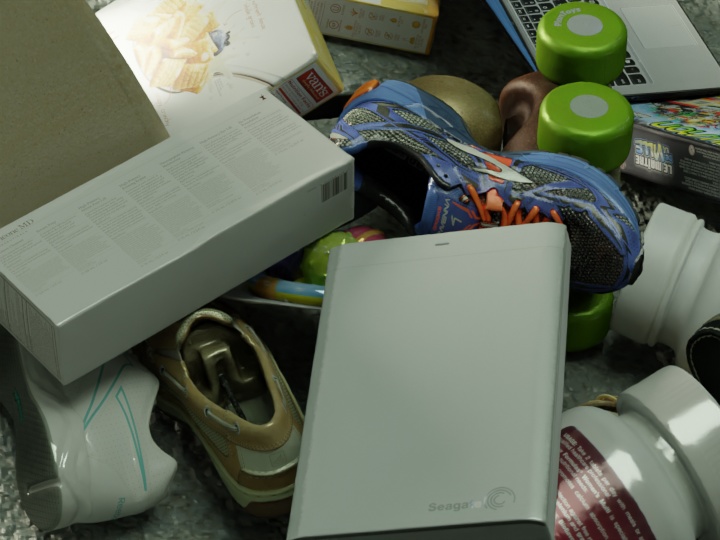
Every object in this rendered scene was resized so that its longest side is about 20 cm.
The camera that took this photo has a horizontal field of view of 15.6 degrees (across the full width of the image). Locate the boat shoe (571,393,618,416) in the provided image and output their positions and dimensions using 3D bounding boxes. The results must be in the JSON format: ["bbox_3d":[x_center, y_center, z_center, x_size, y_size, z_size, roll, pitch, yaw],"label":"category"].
[{"bbox_3d":[0.135,0.108,1.465,0.074,0.067,0.200,37,46,24],"label":"boat shoe"}]

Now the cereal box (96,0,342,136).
[{"bbox_3d":[-0.118,-0.110,1.560,0.199,0.040,0.144,-32,46,9],"label":"cereal box"}]

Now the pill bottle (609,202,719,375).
[{"bbox_3d":[0.253,0.035,1.546,0.199,0.112,0.111,23,42,10],"label":"pill bottle"}]

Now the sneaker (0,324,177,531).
[{"bbox_3d":[-0.158,0.058,1.442,0.080,0.071,0.201,-1,50,-26],"label":"sneaker"}]

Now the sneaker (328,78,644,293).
[{"bbox_3d":[0.064,-0.035,1.463,0.199,0.076,0.078,24,33,17],"label":"sneaker"}]

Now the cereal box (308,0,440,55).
[{"bbox_3d":[-0.042,-0.220,1.796,0.198,0.040,0.144,11,41,-3],"label":"cereal box"}]

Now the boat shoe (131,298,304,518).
[{"bbox_3d":[-0.079,0.048,1.435,0.071,0.076,0.200,-29,41,-15],"label":"boat shoe"}]

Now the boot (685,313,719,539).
[{"bbox_3d":[0.204,0.130,1.428,0.153,0.074,0.204,-22,75,-32],"label":"boot"}]

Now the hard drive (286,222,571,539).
[{"bbox_3d":[0.038,0.060,1.342,0.131,0.026,0.201,-6,45,14],"label":"hard drive"}]

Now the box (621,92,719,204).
[{"bbox_3d":[0.233,-0.077,1.649,0.109,0.035,0.200,-9,16,-25],"label":"box"}]

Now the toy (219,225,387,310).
[{"bbox_3d":[0.000,0.000,1.479,0.199,0.048,0.115,11,6,13],"label":"toy"}]

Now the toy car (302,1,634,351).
[{"bbox_3d":[0.055,-0.059,1.566,0.198,0.165,0.158,2,40,1],"label":"toy car"}]

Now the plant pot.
[{"bbox_3d":[-0.248,-0.121,1.451,0.199,0.178,0.200,-31,41,-16],"label":"plant pot"}]

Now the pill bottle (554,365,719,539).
[{"bbox_3d":[0.101,0.138,1.341,0.199,0.110,0.110,-31,55,-12],"label":"pill bottle"}]

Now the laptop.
[{"bbox_3d":[0.132,-0.205,1.751,0.198,0.117,0.188,-5,36,-12],"label":"laptop"}]

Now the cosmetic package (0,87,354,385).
[{"bbox_3d":[-0.104,-0.021,1.420,0.199,0.051,0.082,-30,53,-27],"label":"cosmetic package"}]
